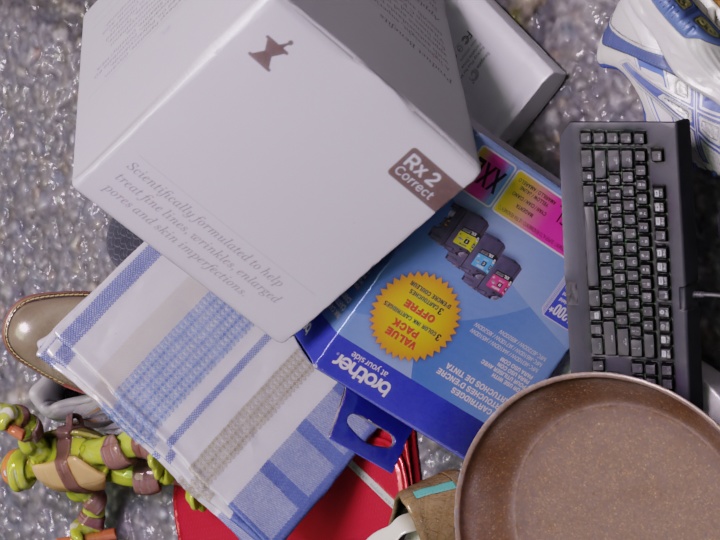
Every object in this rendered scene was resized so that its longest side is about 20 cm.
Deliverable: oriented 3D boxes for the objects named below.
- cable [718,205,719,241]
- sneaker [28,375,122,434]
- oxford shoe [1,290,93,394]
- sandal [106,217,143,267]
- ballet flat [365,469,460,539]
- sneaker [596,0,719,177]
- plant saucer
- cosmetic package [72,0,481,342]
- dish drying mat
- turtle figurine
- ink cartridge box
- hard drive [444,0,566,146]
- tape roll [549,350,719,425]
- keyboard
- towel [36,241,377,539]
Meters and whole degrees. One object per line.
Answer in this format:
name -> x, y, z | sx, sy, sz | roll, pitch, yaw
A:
cable -> 0.274, -0.027, 1.106 | 0.163, 0.051, 0.201 | 29, 101, -7
sneaker -> -0.153, 0.035, 1.418 | 0.076, 0.092, 0.200 | 43, 111, 27
oxford shoe -> -0.137, 0.059, 1.354 | 0.199, 0.075, 0.071 | 14, 91, -8
sandal -> -0.098, -0.081, 1.382 | 0.200, 0.043, 0.076 | -52, 51, 12
ballet flat -> 0.015, 0.208, 1.289 | 0.068, 0.072, 0.201 | 55, 132, 41
sneaker -> 0.215, -0.086, 1.197 | 0.200, 0.075, 0.088 | 57, 139, 19
plant saucer -> 0.149, 0.152, 1.183 | 0.199, 0.037, 0.202 | 7, 105, 28
cosmetic package -> -0.051, -0.105, 1.191 | 0.165, 0.165, 0.200 | -41, 28, 22
dish drying mat -> -0.046, 0.152, 1.387 | 0.199, 0.018, 0.077 | -11, 84, 33
turtle figurine -> -0.183, 0.138, 1.415 | 0.160, 0.200, 0.065 | -4, 46, 25
ink cartridge box -> 0.052, 0.022, 1.229 | 0.200, 0.136, 0.076 | -55, 23, 9
hard drive -> 0.027, -0.142, 1.340 | 0.200, 0.026, 0.132 | 49, 114, 25
tape roll -> 0.156, 0.142, 1.240 | 0.202, 0.037, 0.204 | -1, 88, 34
keyboard -> 0.176, 0.014, 1.166 | 0.126, 0.021, 0.201 | 0, 104, 23
towel -> -0.090, 0.069, 1.317 | 0.200, 0.147, 0.024 | 43, 152, -2
